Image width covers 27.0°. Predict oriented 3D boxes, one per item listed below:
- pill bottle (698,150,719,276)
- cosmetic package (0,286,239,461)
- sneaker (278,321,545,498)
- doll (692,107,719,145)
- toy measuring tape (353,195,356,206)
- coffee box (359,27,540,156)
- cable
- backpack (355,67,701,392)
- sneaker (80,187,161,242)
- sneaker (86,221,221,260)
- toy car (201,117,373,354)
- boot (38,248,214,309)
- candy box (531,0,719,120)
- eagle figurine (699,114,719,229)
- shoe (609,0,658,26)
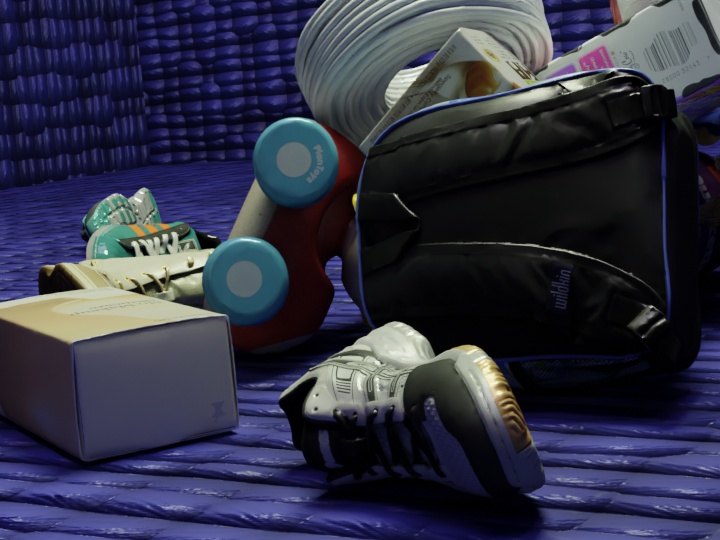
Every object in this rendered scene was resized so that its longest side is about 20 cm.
[{"bbox_3d":[0.245,-0.041,1.239,0.112,0.113,0.199,0,10,36],"label":"pill bottle"},{"bbox_3d":[-0.163,0.059,0.939,0.105,0.072,0.200,-9,9,-30],"label":"cosmetic package"},{"bbox_3d":[0.019,0.081,0.727,0.087,0.076,0.200,-24,9,-15],"label":"sneaker"},{"bbox_3d":[0.335,-0.118,1.215,0.136,0.049,0.200,-3,9,-27],"label":"doll"},{"bbox_3d":[0.044,-0.038,1.626,0.073,0.074,0.200,0,-13,35],"label":"toy measuring tape"},{"bbox_3d":[0.113,-0.059,1.049,0.115,0.200,0.080,-49,-14,19],"label":"coffee box"},{"bbox_3d":[0.049,-0.162,1.150,0.199,0.070,0.200,-8,-29,-23],"label":"cable"},{"bbox_3d":[0.106,-0.013,0.921,0.199,0.185,0.147,-6,-16,24],"label":"backpack"},{"bbox_3d":[-0.326,-0.054,1.949,0.091,0.078,0.200,-20,1,11],"label":"sneaker"},{"bbox_3d":[-0.208,-0.018,1.534,0.079,0.072,0.200,-7,5,20],"label":"sneaker"},{"bbox_3d":[0.000,0.000,1.113,0.199,0.178,0.184,23,-6,1],"label":"toy car"},{"bbox_3d":[-0.175,0.022,1.236,0.153,0.073,0.200,-6,7,-21],"label":"boot"},{"bbox_3d":[0.206,-0.137,1.134,0.199,0.072,0.167,-27,-7,32],"label":"candy box"},{"bbox_3d":[0.330,-0.046,1.140,0.199,0.152,0.151,-4,-36,-47],"label":"eagle figurine"},{"bbox_3d":[0.242,-0.217,1.240,0.071,0.092,0.200,-17,-25,12],"label":"shoe"}]
